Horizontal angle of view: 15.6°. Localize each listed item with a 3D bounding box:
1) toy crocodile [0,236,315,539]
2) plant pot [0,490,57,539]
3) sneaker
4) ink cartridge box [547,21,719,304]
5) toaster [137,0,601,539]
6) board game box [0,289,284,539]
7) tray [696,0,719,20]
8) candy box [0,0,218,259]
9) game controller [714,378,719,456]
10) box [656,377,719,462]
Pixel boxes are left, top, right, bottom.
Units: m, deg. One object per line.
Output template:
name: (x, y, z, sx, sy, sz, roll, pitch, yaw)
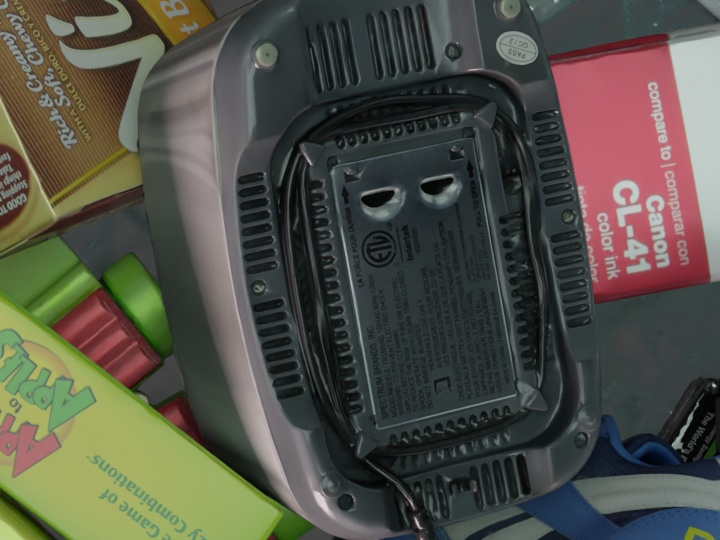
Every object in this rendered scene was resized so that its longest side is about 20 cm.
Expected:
toy crocodile: (-0.073, 0.058, 0.915, 0.067, 0.062, 0.200, -35, 90, -4)
plant pot: (-0.127, 0.189, 0.848, 0.200, 0.181, 0.199, 45, 87, -2)
sneaker: (0.068, 0.094, 0.871, 0.074, 0.200, 0.082, 41, 68, -30)
ink cartridge box: (0.149, -0.046, 0.891, 0.200, 0.148, 0.086, -9, 91, -4)
toaster: (0.000, 0.000, 0.826, 0.113, 0.129, 0.200, -14, 98, -19)
board game box: (-0.121, 0.031, 0.826, 0.200, 0.102, 0.048, 38, 83, -6)
tray: (0.149, -0.134, 0.863, 0.107, 0.200, 0.022, 41, 69, -20)
candy box: (-0.122, -0.112, 0.891, 0.115, 0.055, 0.200, -25, 91, -49)
game controller: (0.211, 0.080, 0.900, 0.200, 0.042, 0.104, 6, 48, -28)
box: (0.150, 0.170, 0.935, 0.193, 0.048, 0.200, 33, 87, 0)
